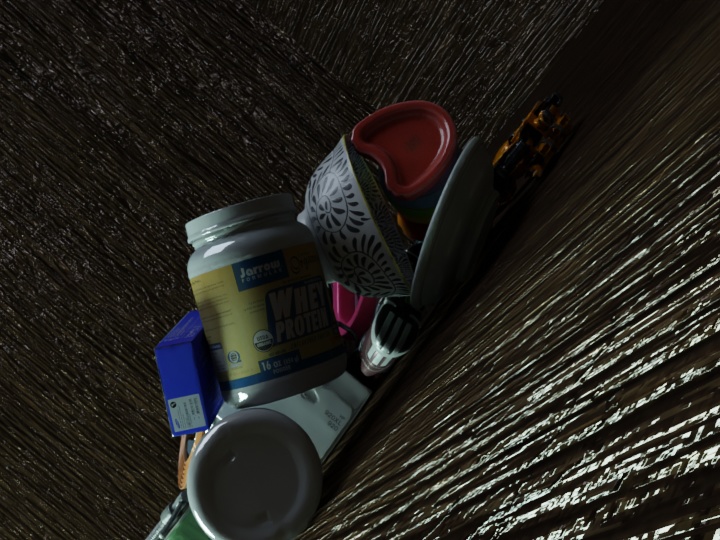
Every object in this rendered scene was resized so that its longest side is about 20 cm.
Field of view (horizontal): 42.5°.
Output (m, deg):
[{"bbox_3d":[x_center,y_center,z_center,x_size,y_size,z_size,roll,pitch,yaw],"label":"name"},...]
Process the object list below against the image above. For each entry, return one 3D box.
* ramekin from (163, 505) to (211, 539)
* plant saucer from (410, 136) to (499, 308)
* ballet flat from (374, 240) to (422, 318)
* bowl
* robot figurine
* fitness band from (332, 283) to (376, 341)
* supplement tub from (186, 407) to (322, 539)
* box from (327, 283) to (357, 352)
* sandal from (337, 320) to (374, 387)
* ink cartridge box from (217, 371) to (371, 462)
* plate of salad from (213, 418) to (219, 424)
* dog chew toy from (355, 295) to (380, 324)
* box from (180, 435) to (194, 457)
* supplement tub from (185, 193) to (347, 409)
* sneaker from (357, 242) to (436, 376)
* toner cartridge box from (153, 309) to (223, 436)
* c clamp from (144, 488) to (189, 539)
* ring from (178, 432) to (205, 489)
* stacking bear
[{"bbox_3d":[-0.207,0.366,1.206,0.201,0.097,0.200,-52,0,0],"label":"ramekin"},{"bbox_3d":[0.114,-0.045,1.033,0.200,0.049,0.204,23,-91,-78],"label":"plant saucer"},{"bbox_3d":[0.091,0.002,1.261,0.201,0.074,0.074,-49,0,5],"label":"ballet flat"},{"bbox_3d":[-0.015,-0.046,1.078,0.093,0.204,0.201,-24,4,8],"label":"bowl"},{"bbox_3d":[0.193,-0.132,1.145,0.146,0.058,0.200,-53,-1,-30],"label":"robot figurine"},{"bbox_3d":[0.000,0.000,1.257,0.203,0.037,0.145,-91,25,-44],"label":"fitness band"},{"bbox_3d":[-0.107,0.207,0.945,0.133,0.131,0.200,-52,0,-11],"label":"supplement tub"},{"bbox_3d":[-0.038,0.085,1.452,0.034,0.205,0.110,-8,10,11],"label":"box"},{"bbox_3d":[-0.028,0.095,1.197,0.043,0.075,0.200,-55,-25,-10],"label":"sandal"},{"bbox_3d":[-0.092,0.173,1.218,0.146,0.146,0.200,-53,0,-10],"label":"ink cartridge box"},{"bbox_3d":[-0.150,0.212,1.360,0.201,0.199,0.048,-52,21,6],"label":"plate of salad"},{"bbox_3d":[0.031,0.029,1.382,0.125,0.124,0.200,-52,0,-1],"label":"dog chew toy"},{"bbox_3d":[-0.187,0.251,1.494,0.102,0.203,0.183,0,32,30],"label":"box"},{"bbox_3d":[-0.105,0.032,0.999,0.142,0.204,0.145,-16,0,0],"label":"supplement tub"},{"bbox_3d":[0.044,0.055,1.177,0.201,0.075,0.116,-53,-2,-45],"label":"sneaker"},{"bbox_3d":[-0.182,0.107,1.039,0.042,0.097,0.200,-9,8,1],"label":"toner cartridge box"},{"bbox_3d":[-0.258,0.330,1.161,0.201,0.027,0.171,-52,0,28],"label":"c clamp"},{"bbox_3d":[-0.211,0.188,1.230,0.200,0.019,0.205,-167,89,-74],"label":"ring"},{"bbox_3d":[0.076,-0.103,1.130,0.113,0.122,0.201,-35,-28,-6],"label":"stacking bear"}]
